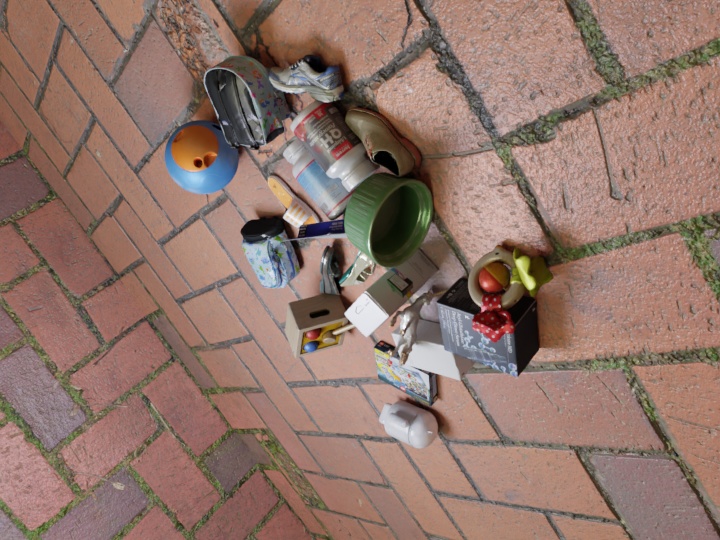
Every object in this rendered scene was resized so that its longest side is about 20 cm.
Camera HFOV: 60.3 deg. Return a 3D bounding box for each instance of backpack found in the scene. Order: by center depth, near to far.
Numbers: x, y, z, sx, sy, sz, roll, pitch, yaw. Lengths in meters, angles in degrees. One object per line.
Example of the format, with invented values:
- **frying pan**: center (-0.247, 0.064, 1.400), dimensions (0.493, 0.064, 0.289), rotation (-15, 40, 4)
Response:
- **backpack**: center (-0.274, -0.410, 1.483), dimensions (0.177, 0.151, 0.201), rotation (13, 139, 39)
- **backpack**: center (-0.266, -0.044, 1.863), dimensions (0.163, 0.154, 0.200), rotation (4, 139, 39)

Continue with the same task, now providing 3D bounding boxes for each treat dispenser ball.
- **treat dispenser ball**: center (-0.440, -0.314, 1.722), dimensions (0.200, 0.201, 0.202), rotation (30, 142, 27)

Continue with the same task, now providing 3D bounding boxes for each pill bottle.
- **pill bottle**: center (-0.057, -0.280, 1.398), dimensions (0.200, 0.111, 0.111), rotation (51, 146, -2)
- **pill bottle**: center (-0.092, -0.228, 1.491), dimensions (0.200, 0.109, 0.109), rotation (50, 146, -1)

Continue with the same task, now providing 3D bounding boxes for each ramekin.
- **ramekin**: center (0.058, -0.116, 1.356), dimensions (0.098, 0.200, 0.201), rotation (30, 142, 38)

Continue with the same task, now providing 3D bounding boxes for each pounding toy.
- **pounding toy**: center (-0.104, 0.165, 1.840), dimensions (0.185, 0.199, 0.143), rotation (103, 148, -51)

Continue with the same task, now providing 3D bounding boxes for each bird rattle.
- **bird rattle**: center (0.291, 0.038, 1.279), dimensions (0.200, 0.112, 0.163), rotation (-55, 44, 19)

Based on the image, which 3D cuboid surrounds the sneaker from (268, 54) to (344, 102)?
- **sneaker**: center (-0.119, -0.436, 1.365), dimensions (0.199, 0.077, 0.086), rotation (20, 127, 26)

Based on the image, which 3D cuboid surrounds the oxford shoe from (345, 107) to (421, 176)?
- **oxford shoe**: center (0.035, -0.277, 1.327), dimensions (0.200, 0.075, 0.071), rotation (39, 145, 16)

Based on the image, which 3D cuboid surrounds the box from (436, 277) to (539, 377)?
- **box**: center (0.288, 0.126, 1.402), dimensions (0.199, 0.107, 0.149), rotation (17, 134, 38)

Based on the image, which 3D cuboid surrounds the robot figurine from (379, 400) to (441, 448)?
- **robot figurine**: center (0.153, 0.469, 1.888), dimensions (0.199, 0.113, 0.169), rotation (15, 172, 41)

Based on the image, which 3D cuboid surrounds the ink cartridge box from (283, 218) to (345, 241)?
- **ink cartridge box**: center (-0.056, -0.101, 1.503), dimensions (0.199, 0.199, 0.041), rotation (-3, 92, 49)

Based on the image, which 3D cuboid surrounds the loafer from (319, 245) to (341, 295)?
- **loafer**: center (-0.077, 0.002, 1.752), dimensions (0.063, 0.072, 0.200), rotation (19, 147, 8)

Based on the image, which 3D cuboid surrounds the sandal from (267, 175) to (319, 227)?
- **sandal**: center (-0.199, -0.171, 1.713), dimensions (0.207, 0.059, 0.079), rotation (45, 147, 6)

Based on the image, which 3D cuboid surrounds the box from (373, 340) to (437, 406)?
- **box**: center (0.132, 0.300, 1.815), dimensions (0.199, 0.038, 0.137), rotation (23, 138, 34)

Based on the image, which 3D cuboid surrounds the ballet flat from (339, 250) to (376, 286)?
- **ballet flat**: center (0.000, 0.000, 1.654), dimensions (0.069, 0.069, 0.200), rotation (45, 146, 7)

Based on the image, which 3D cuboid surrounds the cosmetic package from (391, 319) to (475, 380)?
- **cosmetic package**: center (0.190, 0.201, 1.615), dimensions (0.199, 0.081, 0.113), rotation (10, 130, 42)

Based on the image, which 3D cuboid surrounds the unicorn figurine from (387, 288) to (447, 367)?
- **unicorn figurine**: center (0.123, 0.132, 1.523), dimensions (0.074, 0.137, 0.201), rotation (32, 128, 16)

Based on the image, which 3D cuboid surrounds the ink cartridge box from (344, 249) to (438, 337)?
- **ink cartridge box**: center (0.073, 0.053, 1.494), dimensions (0.084, 0.200, 0.145), rotation (47, 147, 5)
